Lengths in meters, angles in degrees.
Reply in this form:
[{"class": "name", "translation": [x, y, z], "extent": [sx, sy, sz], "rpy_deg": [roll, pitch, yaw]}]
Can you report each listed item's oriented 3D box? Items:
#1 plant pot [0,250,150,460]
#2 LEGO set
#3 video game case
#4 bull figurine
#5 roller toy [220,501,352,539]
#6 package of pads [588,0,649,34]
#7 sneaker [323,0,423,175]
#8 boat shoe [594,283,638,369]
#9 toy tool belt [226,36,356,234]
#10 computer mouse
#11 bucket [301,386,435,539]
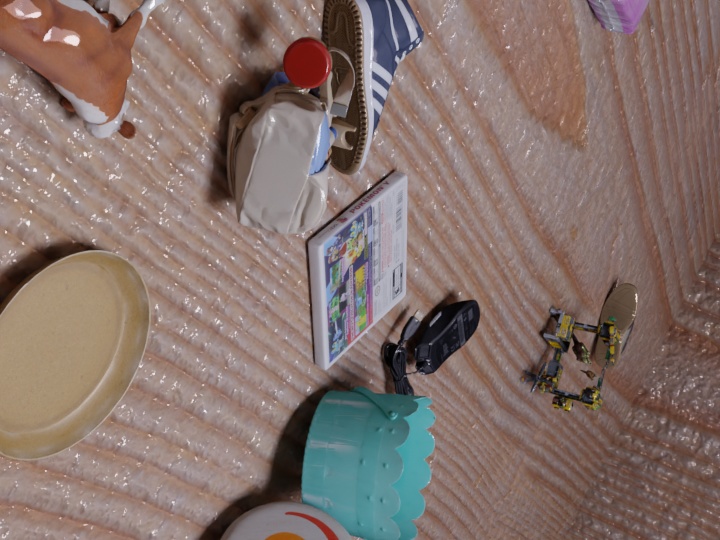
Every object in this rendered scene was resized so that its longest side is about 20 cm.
[{"class": "plant pot", "translation": [-0.268, 0.072, 0.964], "extent": [0.200, 0.027, 0.202], "rpy_deg": [-39, 142, -39]}, {"class": "LEGO set", "translation": [0.406, 0.162, 2.044], "extent": [0.202, 0.153, 0.116], "rpy_deg": [-65, 151, -8]}, {"class": "video game case", "translation": [0.000, 0.000, 1.368], "extent": [0.182, 0.023, 0.202], "rpy_deg": [-41, 144, -38]}, {"class": "bull figurine", "translation": [-0.216, -0.183, 0.824], "extent": [0.123, 0.065, 0.200], "rpy_deg": [-66, 154, -7]}, {"class": "roller toy", "translation": [-0.094, 0.382, 1.314], "extent": [0.182, 0.199, 0.141], "rpy_deg": [-38, 154, -35]}, {"class": "package of pads", "translation": [0.419, -0.480, 1.658], "extent": [0.202, 0.075, 0.120], "rpy_deg": [-64, 153, -3]}, {"class": "sneaker", "translation": [0.013, -0.210, 1.182], "extent": [0.108, 0.070, 0.202], "rpy_deg": [-30, 133, -44]}, {"class": "boat shoe", "translation": [0.561, 0.116, 2.357], "extent": [0.065, 0.071, 0.202], "rpy_deg": [-35, 137, -62]}, {"class": "toy tool belt", "translation": [-0.066, -0.143, 1.078], "extent": [0.123, 0.123, 0.202], "rpy_deg": [-78, -177, -68]}, {"class": "computer mouse", "translation": [0.098, 0.091, 1.585], "extent": [0.200, 0.046, 0.141], "rpy_deg": [-46, 141, -24]}, {"class": "bucket", "translation": [0.012, 0.252, 1.408], "extent": [0.207, 0.133, 0.210], "rpy_deg": [8, 90, -75]}]
